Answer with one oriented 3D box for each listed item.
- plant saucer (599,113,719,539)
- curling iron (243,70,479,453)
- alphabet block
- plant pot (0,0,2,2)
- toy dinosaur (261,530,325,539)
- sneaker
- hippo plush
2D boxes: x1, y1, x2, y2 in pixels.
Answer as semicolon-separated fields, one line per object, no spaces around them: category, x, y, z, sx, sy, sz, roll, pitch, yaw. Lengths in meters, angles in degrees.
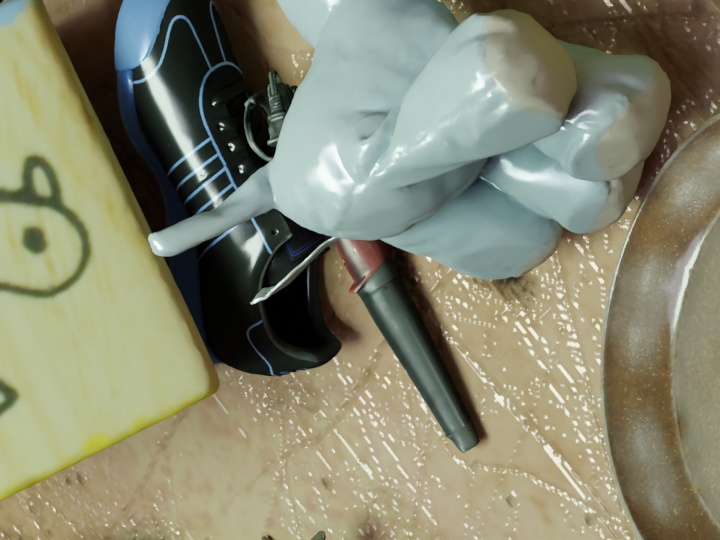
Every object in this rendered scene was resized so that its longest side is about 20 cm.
plant saucer;0.163;0.034;0.879;0.200;0.034;0.202;-18;70;59
curling iron;0.000;0.000;1.036;0.025;0.050;0.201;-24;105;19
alphabet block;-0.204;0.010;1.074;0.201;0.194;0.196;64;167;-2
plant pot;-0.170;-0.248;0.989;0.188;0.200;0.201;-37;83;27
toy dinosaur;0.007;0.208;1.108;0.200;0.086;0.136;23;159;49
sneaker;-0.056;-0.044;1.059;0.077;0.070;0.201;4;118;34
hippo plush;0.026;-0.091;0.943;0.199;0.159;0.162;-23;62;25
